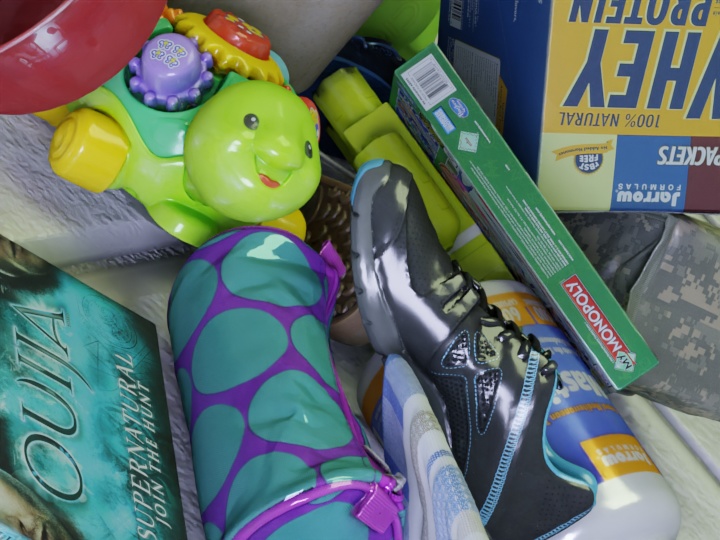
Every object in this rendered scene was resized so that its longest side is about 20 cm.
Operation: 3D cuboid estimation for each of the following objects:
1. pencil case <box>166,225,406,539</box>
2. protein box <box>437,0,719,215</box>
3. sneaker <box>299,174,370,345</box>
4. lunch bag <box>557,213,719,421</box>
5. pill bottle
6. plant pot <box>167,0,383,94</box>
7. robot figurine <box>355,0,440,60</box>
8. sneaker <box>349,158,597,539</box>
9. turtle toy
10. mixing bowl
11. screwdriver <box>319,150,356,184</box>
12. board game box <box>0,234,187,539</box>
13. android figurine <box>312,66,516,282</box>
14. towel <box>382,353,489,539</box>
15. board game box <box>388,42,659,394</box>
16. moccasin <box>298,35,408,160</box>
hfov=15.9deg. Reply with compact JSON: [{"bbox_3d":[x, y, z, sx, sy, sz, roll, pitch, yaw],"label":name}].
[{"bbox_3d":[-0.035,0.066,1.180,0.200,0.092,0.085,-108,172,-50],"label":"pencil case"},{"bbox_3d":[0.137,-0.146,1.491,0.135,0.199,0.200,0,12,-16],"label":"protein box"},{"bbox_3d":[0.000,0.000,1.359,0.090,0.067,0.200,37,4,-28],"label":"sneaker"},{"bbox_3d":[0.157,0.014,1.581,0.164,0.118,0.200,22,1,-38],"label":"lunch bag"},{"bbox_3d":[0.092,0.112,1.306,0.112,0.112,0.200,11,39,-55],"label":"pill bottle"},{"bbox_3d":[-0.039,-0.206,1.410,0.200,0.184,0.201,29,23,-14],"label":"plant pot"},{"bbox_3d":[-0.019,-0.209,1.646,0.200,0.175,0.116,42,61,-46],"label":"robot figurine"},{"bbox_3d":[0.051,0.037,1.220,0.073,0.082,0.200,-65,137,-73],"label":"sneaker"},{"bbox_3d":[-0.078,-0.072,1.295,0.146,0.101,0.200,25,16,-29],"label":"turtle toy"},{"bbox_3d":[-0.165,-0.151,1.244,0.200,0.200,0.108,62,6,36],"label":"mixing bowl"},{"bbox_3d":[-0.063,-0.091,1.421,0.200,0.028,0.029,34,7,30],"label":"screwdriver"},{"bbox_3d":[-0.136,0.062,1.096,0.135,0.028,0.200,33,25,-31],"label":"board game box"},{"bbox_3d":[0.041,-0.019,1.451,0.200,0.041,0.182,57,-3,14],"label":"android figurine"},{"bbox_3d":[0.037,0.144,1.114,0.024,0.147,0.200,-9,28,-8],"label":"towel"},{"bbox_3d":[0.083,-0.023,1.375,0.200,0.029,0.135,55,-4,3],"label":"board game box"},{"bbox_3d":[-0.005,-0.109,1.589,0.200,0.080,0.068,33,35,-60],"label":"moccasin"}]
